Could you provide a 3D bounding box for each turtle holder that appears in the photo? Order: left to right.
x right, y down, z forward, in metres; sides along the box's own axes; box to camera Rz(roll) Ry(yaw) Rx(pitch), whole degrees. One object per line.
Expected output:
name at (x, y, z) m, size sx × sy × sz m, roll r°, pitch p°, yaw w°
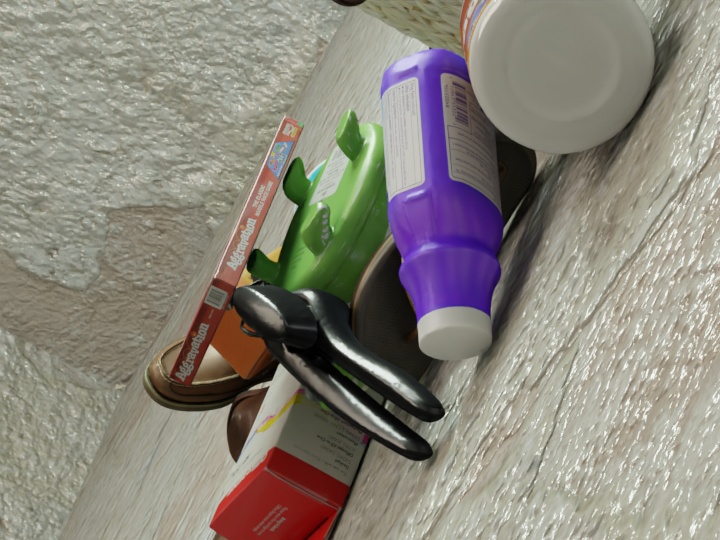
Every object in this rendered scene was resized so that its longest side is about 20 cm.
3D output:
turtle holder at (0.006, -0.009, 1.581) m, size 0.141 × 0.131 × 0.186 m, roll -48°, pitch 21°, yaw 38°

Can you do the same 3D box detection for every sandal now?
sandal at (0.061, -0.005, 1.509) m, size 0.201 × 0.082 × 0.055 m, roll -55°, pitch 30°, yaw 4°

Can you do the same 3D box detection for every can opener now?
can opener at (-0.011, 0.069, 1.455) m, size 0.200 × 0.078 × 0.064 m, roll 39°, pitch 124°, yaw 45°

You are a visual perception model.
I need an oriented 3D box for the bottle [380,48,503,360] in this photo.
bottle at (0.054, -0.041, 1.433) m, size 0.065 × 0.083 × 0.201 m, roll -19°, pitch 58°, yaw 26°

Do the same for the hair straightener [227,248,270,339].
hair straightener at (-0.068, 0.029, 1.696) m, size 0.200 × 0.076 × 0.041 m, roll -114°, pitch 10°, yaw -65°

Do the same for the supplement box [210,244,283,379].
supplement box at (-0.050, 0.013, 1.883) m, size 0.200 × 0.066 × 0.069 m, roll -35°, pitch -15°, yaw -51°

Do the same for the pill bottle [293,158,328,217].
pill bottle at (0.006, -0.034, 1.764) m, size 0.111 × 0.110 × 0.200 m, roll -61°, pitch 7°, yaw 4°

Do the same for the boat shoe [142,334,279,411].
boat shoe at (-0.096, 0.063, 1.906) m, size 0.199 × 0.072 × 0.068 m, roll -16°, pitch -28°, yaw -40°

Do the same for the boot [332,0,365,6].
boot at (0.059, -0.231, 1.463) m, size 0.200 × 0.064 × 0.187 m, roll 45°, pitch 114°, yaw 54°

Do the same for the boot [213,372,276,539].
boot at (-0.092, 0.189, 1.803) m, size 0.187 × 0.064 × 0.201 m, roll 122°, pitch 167°, yaw -56°

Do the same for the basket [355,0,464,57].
basket at (0.096, -0.274, 1.682) m, size 0.199 × 0.199 × 0.161 m, roll -67°, pitch 7°, yaw -28°

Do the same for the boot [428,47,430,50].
boot at (0.119, -0.231, 1.870) m, size 0.151 × 0.073 × 0.200 m, roll -63°, pitch 2°, yaw -9°

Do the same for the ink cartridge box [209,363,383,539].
ink cartridge box at (-0.045, 0.137, 1.659) m, size 0.116 × 0.067 × 0.201 m, roll -49°, pitch 14°, yaw 52°

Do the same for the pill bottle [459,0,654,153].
pill bottle at (0.119, -0.147, 1.404) m, size 0.113 × 0.112 × 0.200 m, roll -60°, pitch 8°, yaw 13°

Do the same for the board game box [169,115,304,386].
board game box at (-0.088, -0.017, 1.608) m, size 0.201 × 0.019 × 0.103 m, roll -70°, pitch 7°, yaw -51°
